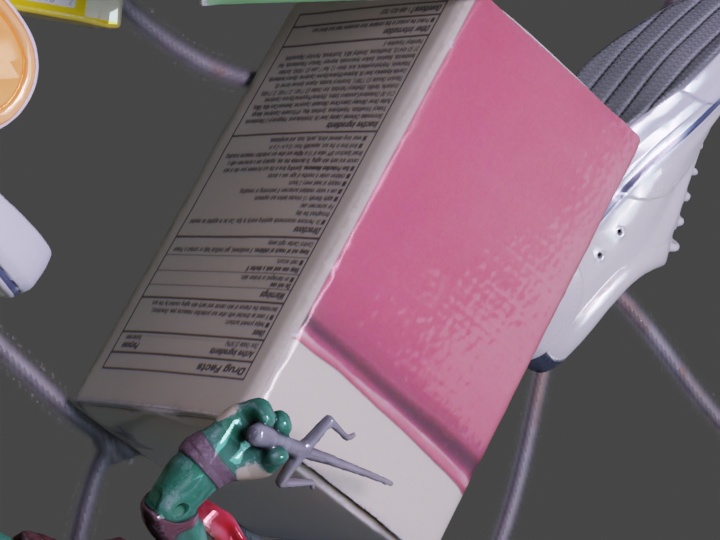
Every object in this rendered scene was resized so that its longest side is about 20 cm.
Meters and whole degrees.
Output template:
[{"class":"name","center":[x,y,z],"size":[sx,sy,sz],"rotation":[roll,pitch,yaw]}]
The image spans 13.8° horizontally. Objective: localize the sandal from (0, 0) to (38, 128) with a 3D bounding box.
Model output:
[{"class":"sandal","center":[-0.183,-0.120,1.059],"size":[0.206,0.059,0.079],"rotation":[36,75,-32]}]

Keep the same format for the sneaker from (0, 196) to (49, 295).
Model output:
[{"class":"sneaker","center":[-0.207,-0.035,1.067],"size":[0.200,0.073,0.071],"rotation":[33,81,-22]}]

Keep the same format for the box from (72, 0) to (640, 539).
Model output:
[{"class":"box","center":[0.000,0.000,1.179],"size":[0.109,0.128,0.201],"rotation":[39,70,-30]}]

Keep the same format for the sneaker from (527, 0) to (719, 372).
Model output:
[{"class":"sneaker","center":[0.116,-0.041,1.304],"size":[0.200,0.073,0.071],"rotation":[-46,125,-16]}]

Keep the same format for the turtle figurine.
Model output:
[{"class":"turtle figurine","center":[-0.068,0.128,1.029],"size":[0.199,0.100,0.151],"rotation":[1,72,-44]}]

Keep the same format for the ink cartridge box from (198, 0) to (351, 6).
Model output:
[{"class":"ink cartridge box","center":[-0.028,-0.200,1.118],"size":[0.145,0.088,0.200],"rotation":[-5,51,-35]}]

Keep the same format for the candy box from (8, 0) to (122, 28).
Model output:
[{"class":"candy box","center":[-0.174,-0.155,1.115],"size":[0.199,0.026,0.103],"rotation":[7,86,-35]}]
